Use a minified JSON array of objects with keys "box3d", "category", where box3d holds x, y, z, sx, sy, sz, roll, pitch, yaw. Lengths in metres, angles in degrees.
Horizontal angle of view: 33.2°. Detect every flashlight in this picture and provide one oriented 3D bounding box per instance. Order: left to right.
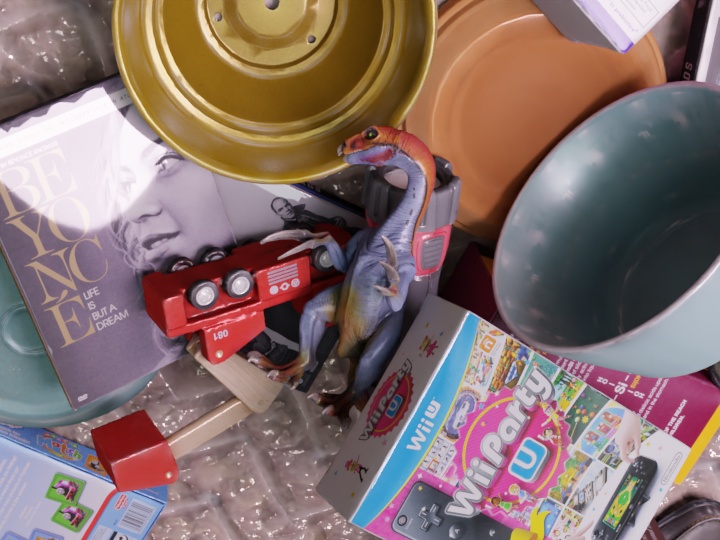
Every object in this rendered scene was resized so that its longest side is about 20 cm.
[{"box3d":[0.026,0.017,0.859,0.068,0.068,0.201,12,123,8],"category":"flashlight"}]

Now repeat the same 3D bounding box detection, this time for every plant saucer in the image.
[{"box3d":[-0.229,0.035,0.847,0.199,0.036,0.201,-3,116,-5],"category":"plant saucer"},{"box3d":[0.122,-0.108,0.847,0.199,0.037,0.201,-3,115,-6],"category":"plant saucer"}]

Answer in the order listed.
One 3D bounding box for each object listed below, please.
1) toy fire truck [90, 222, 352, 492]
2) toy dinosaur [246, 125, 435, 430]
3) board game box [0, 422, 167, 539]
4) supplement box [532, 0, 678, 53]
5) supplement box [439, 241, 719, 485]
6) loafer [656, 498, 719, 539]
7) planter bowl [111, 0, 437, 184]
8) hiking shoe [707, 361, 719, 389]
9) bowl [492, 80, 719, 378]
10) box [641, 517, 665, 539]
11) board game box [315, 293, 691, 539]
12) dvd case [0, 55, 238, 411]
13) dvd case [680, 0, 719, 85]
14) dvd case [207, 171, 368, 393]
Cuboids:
[{"box3d":[-0.091,0.057,0.831,0.199,0.049,0.142,-17,119,-23],"category":"toy fire truck"},{"box3d":[0.000,0.000,0.791,0.105,0.200,0.182,33,93,21],"category":"toy dinosaur"},{"box3d":[-0.273,0.191,0.939,0.199,0.037,0.152,27,109,-18],"category":"board game box"},{"box3d":[0.183,-0.241,0.736,0.103,0.101,0.200,43,95,-17],"category":"supplement box"},{"box3d":[0.159,0.068,0.894,0.199,0.110,0.086,21,111,-16],"category":"supplement box"},{"box3d":[0.257,0.285,1.030,0.073,0.072,0.201,23,110,-16],"category":"loafer"},{"box3d":[-0.055,-0.164,0.772,0.199,0.084,0.201,-3,116,-6],"category":"planter bowl"},{"box3d":[0.307,-0.001,0.819,0.075,0.101,0.201,10,94,-20],"category":"hiking shoe"},{"box3d":[0.194,-0.011,0.782,0.201,0.201,0.105,-44,123,14],"category":"bowl"},{"box3d":[0.136,0.281,0.961,0.163,0.166,0.201,15,113,-13],"category":"box"},{"box3d":[0.094,0.128,0.776,0.200,0.064,0.148,31,88,-23],"category":"board game box"},{"box3d":[-0.161,-0.023,0.805,0.148,0.016,0.201,-26,115,-19],"category":"dvd case"},{"box3d":[0.293,-0.106,0.860,0.150,0.025,0.201,-1,115,-14],"category":"dvd case"},{"box3d":[-0.094,-0.009,0.874,0.199,0.025,0.151,24,110,-17],"category":"dvd case"}]
